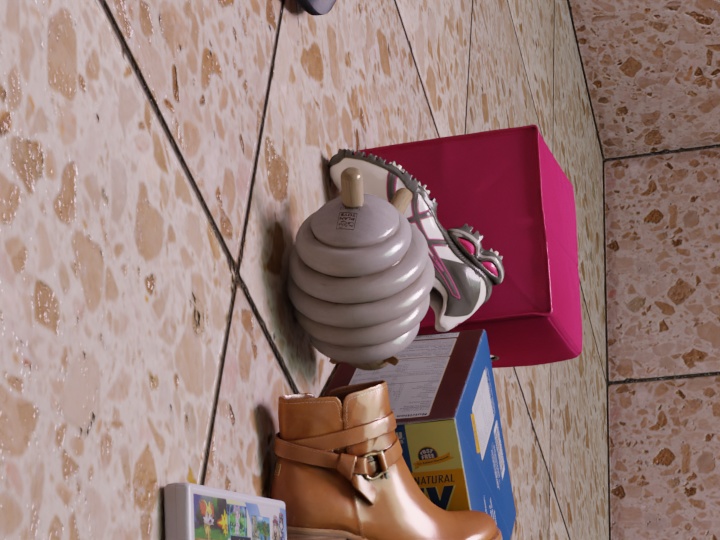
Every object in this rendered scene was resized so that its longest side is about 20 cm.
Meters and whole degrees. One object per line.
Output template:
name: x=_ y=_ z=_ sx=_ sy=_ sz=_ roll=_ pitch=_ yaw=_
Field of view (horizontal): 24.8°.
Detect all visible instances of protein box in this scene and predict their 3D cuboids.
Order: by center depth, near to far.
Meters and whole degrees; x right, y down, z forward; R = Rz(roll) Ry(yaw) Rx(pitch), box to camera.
protein box: x=0.051 y=0.186 z=1.475 sx=0.200 sy=0.134 sz=0.200 roll=-59 pitch=141 yaw=-67

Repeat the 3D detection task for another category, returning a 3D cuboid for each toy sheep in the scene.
toy sheep: x=0.000 y=0.000 z=1.373 sx=0.138 sy=0.137 sz=0.201 roll=-75 pitch=158 yaw=-55

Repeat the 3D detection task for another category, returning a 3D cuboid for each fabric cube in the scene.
fabric cube: x=0.115 y=-0.015 z=1.685 sx=0.199 sy=0.195 sz=0.201 roll=41 pitch=45 yaw=-69

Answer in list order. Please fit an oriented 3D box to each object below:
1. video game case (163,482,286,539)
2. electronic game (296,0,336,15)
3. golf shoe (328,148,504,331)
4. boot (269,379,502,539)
video game case: x=-0.089 y=0.247 z=1.140 sx=0.200 sy=0.022 sz=0.184 roll=35 pitch=51 yaw=-70
electronic game: x=-0.051 y=-0.332 z=1.486 sx=0.200 sy=0.041 sz=0.201 roll=-5 pitch=90 yaw=-75
golf shoe: x=0.040 y=-0.033 z=1.530 sx=0.088 sy=0.200 sz=0.077 roll=-49 pitch=178 yaw=-18
boot: x=0.021 y=0.165 z=1.311 sx=0.077 sy=0.199 sz=0.156 roll=178 pitch=-92 yaw=-71
